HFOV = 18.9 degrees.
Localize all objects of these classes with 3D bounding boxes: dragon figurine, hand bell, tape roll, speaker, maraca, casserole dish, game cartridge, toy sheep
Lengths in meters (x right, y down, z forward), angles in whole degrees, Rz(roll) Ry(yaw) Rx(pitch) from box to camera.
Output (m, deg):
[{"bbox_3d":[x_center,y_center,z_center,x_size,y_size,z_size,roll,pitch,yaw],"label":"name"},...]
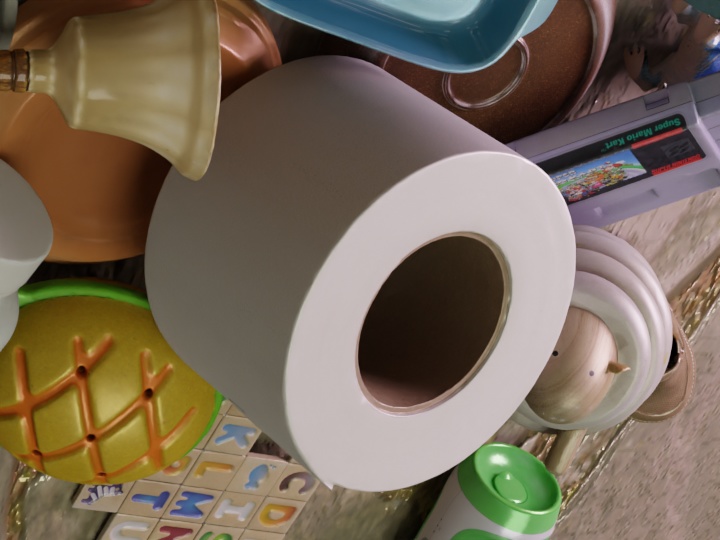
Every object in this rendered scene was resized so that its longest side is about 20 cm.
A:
[{"bbox_3d":[0.220,-0.124,1.343,0.099,0.059,0.201,10,124,-37],"label":"dragon figurine"},{"bbox_3d":[-0.176,-0.097,1.067,0.198,0.105,0.105,0,132,-16],"label":"hand bell"},{"bbox_3d":[0.000,0.000,1.185,0.201,0.139,0.204,-22,129,-30],"label":"tape roll"},{"bbox_3d":[0.070,0.221,1.578,0.088,0.089,0.201,4,128,-34],"label":"speaker"},{"bbox_3d":[-0.175,0.058,1.251,0.198,0.107,0.138,20,118,-20],"label":"maraca"},{"bbox_3d":[0.019,-0.180,1.154,0.198,0.039,0.122,16,116,-27],"label":"casserole dish"},{"bbox_3d":[0.151,-0.059,1.314,0.198,0.039,0.130,-19,163,16],"label":"game cartridge"},{"bbox_3d":[0.125,0.037,1.309,0.136,0.200,0.139,2,111,4],"label":"toy sheep"}]

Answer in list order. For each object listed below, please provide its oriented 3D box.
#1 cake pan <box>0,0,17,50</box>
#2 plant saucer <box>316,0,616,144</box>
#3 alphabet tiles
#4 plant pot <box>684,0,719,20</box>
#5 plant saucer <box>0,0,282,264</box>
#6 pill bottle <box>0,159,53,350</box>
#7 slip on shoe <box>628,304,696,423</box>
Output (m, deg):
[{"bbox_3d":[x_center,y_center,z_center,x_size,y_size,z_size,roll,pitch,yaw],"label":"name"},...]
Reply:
[{"bbox_3d":[-0.267,-0.126,1.056,0.199,0.037,0.201,-17,138,-16],"label":"cake pan"},{"bbox_3d":[0.068,-0.125,1.271,0.198,0.032,0.201,-16,137,-16],"label":"plant saucer"},{"bbox_3d":[-0.105,0.142,1.436,0.166,0.008,0.201,11,126,-32],"label":"alphabet tiles"},{"bbox_3d":[0.231,-0.213,1.161,0.198,0.189,0.201,-18,138,-17],"label":"plant pot"},{"bbox_3d":[-0.131,-0.076,1.192,0.198,0.038,0.201,-17,137,-16],"label":"plant saucer"},{"bbox_3d":[-0.251,0.028,1.146,0.110,0.112,0.200,17,128,-42],"label":"pill bottle"},{"bbox_3d":[0.197,0.057,1.508,0.076,0.061,0.201,-29,140,-3],"label":"slip on shoe"}]
